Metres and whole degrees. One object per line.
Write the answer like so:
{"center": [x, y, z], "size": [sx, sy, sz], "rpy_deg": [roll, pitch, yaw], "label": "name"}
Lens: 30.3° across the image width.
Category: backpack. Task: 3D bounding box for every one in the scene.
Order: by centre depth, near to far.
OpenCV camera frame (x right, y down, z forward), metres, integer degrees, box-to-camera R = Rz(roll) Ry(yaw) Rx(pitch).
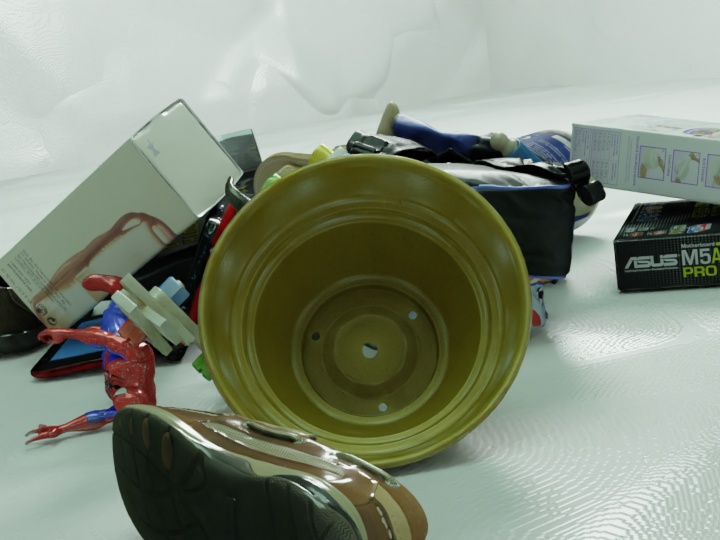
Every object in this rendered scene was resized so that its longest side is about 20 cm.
{"center": [0.078, -0.030, 1.052], "size": [0.198, 0.156, 0.191], "rpy_deg": [6, 13, 1], "label": "backpack"}

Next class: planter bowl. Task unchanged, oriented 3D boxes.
{"center": [0.005, 0.036, 0.819], "size": [0.198, 0.202, 0.084], "rpy_deg": [-7, -25, 1], "label": "planter bowl"}

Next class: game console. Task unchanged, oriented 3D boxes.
{"center": [-0.190, 0.008, 1.156], "size": [0.118, 0.174, 0.200], "rpy_deg": [18, 10, -5], "label": "game console"}

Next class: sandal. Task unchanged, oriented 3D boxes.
{"center": [-0.057, -0.063, 1.215], "size": [0.211, 0.078, 0.070], "rpy_deg": [-10, 31, 53], "label": "sandal"}
{"center": [-0.180, 0.007, 1.343], "size": [0.199, 0.046, 0.075], "rpy_deg": [-20, 14, -28], "label": "sandal"}

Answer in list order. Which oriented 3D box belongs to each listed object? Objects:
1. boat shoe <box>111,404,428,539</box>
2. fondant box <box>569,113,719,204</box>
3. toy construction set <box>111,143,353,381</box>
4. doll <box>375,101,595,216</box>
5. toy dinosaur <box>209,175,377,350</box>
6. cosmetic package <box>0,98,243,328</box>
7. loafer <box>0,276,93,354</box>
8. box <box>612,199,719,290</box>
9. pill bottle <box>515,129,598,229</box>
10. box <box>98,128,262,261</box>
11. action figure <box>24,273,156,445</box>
{"center": [-0.048, 0.110, 0.643], "size": [0.073, 0.076, 0.199], "rpy_deg": [-9, 18, -40], "label": "boat shoe"}
{"center": [0.305, -0.099, 1.185], "size": [0.199, 0.059, 0.144], "rpy_deg": [10, 15, 34], "label": "fondant box"}
{"center": [-0.068, 0.005, 0.904], "size": [0.199, 0.092, 0.131], "rpy_deg": [-34, -17, -9], "label": "toy construction set"}
{"center": [0.117, -0.096, 1.181], "size": [0.198, 0.049, 0.136], "rpy_deg": [19, -7, 16], "label": "doll"}
{"center": [-0.055, 0.009, 1.028], "size": [0.101, 0.077, 0.201], "rpy_deg": [-20, 53, -3], "label": "toy dinosaur"}
{"center": [-0.207, -0.043, 1.133], "size": [0.200, 0.087, 0.103], "rpy_deg": [-36, 9, 32], "label": "cosmetic package"}
{"center": [-0.306, 0.023, 1.259], "size": [0.072, 0.072, 0.200], "rpy_deg": [-6, 11, 6], "label": "loafer"}
{"center": [0.313, -0.030, 1.170], "size": [0.159, 0.045, 0.200], "rpy_deg": [-5, 11, 19], "label": "box"}
{"center": [0.152, -0.074, 1.334], "size": [0.110, 0.112, 0.199], "rpy_deg": [1, 13, 37], "label": "pill bottle"}
{"center": [-0.178, -0.061, 1.373], "size": [0.157, 0.049, 0.200], "rpy_deg": [-14, -22, -10], "label": "box"}
{"center": [-0.199, 0.062, 0.951], "size": [0.098, 0.066, 0.200], "rpy_deg": [-6, 19, -18], "label": "action figure"}
